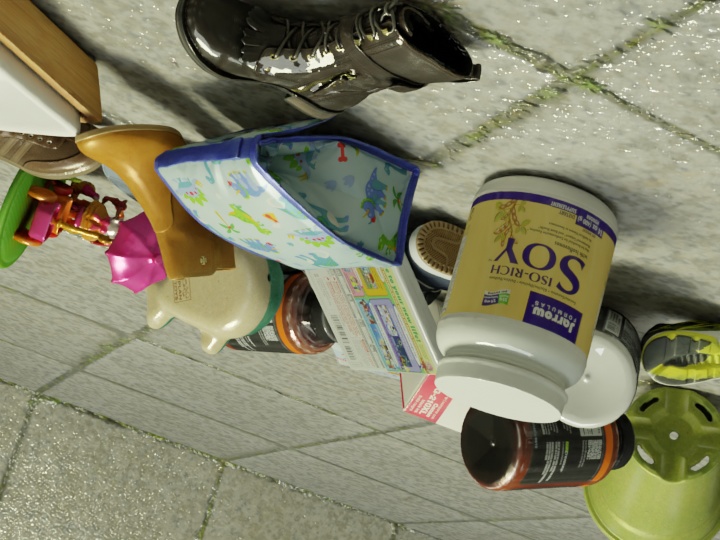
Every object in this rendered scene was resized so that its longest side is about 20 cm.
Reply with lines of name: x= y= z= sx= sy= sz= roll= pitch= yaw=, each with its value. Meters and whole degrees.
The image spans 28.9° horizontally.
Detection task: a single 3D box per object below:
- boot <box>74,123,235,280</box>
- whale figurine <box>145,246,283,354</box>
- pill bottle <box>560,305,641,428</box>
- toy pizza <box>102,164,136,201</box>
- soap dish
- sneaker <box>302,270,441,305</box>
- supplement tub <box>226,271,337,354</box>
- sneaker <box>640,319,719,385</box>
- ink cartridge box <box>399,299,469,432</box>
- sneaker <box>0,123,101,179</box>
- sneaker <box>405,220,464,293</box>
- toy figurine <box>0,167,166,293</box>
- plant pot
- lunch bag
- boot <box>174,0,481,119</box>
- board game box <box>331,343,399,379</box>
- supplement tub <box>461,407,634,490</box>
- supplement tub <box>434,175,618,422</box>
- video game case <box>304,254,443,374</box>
boot: x=-0.193 y=-0.063 z=1.376 sx=0.070 sy=0.145 sz=0.201 roll=-9 pitch=171 yaw=38
whale figurine: x=-0.180 y=0.024 z=1.734 sx=0.199 sy=0.160 sz=0.103 roll=-12 pitch=172 yaw=35
pill bottle: x=0.251 y=0.097 z=1.516 sx=0.105 sy=0.107 sz=0.200 roll=14 pitch=-169 yaw=11
toy pizza: x=-0.194 y=-0.092 z=1.563 sx=0.199 sy=0.032 sz=0.200 roll=20 pitch=163 yaw=6
soap dish: x=-0.347 y=-0.203 z=1.290 sx=0.156 sy=0.082 sz=0.200 roll=8 pitch=160 yaw=28
sneaker: x=0.000 y=0.000 z=1.602 sx=0.199 sy=0.075 sz=0.087 roll=3 pitch=153 yaw=40
supplement tub: x=-0.093 y=0.054 z=1.796 sx=0.199 sy=0.108 sz=0.107 roll=1 pitch=156 yaw=43
sneaker: x=0.396 y=0.083 z=1.505 sx=0.198 sy=0.075 sz=0.085 roll=7 pitch=-162 yaw=-2
ink cartridge box: x=0.152 y=0.134 z=1.722 sx=0.199 sy=0.145 sz=0.085 roll=22 pitch=120 yaw=-16
sneaker: x=-0.366 y=-0.151 z=1.491 sx=0.198 sy=0.071 sz=0.076 roll=11 pitch=157 yaw=16
sneaker: x=0.119 y=0.010 z=1.519 sx=0.199 sy=0.071 sz=0.108 roll=28 pitch=159 yaw=-22
toy figurine: x=-0.295 y=-0.044 z=1.600 sx=0.183 sy=0.151 sz=0.200 roll=22 pitch=-169 yaw=2
plant pot: x=0.398 y=0.248 z=1.827 sx=0.199 sy=0.201 sz=0.185 roll=14 pitch=151 yaw=11
lunch bag: x=-0.073 y=-0.080 z=1.332 sx=0.199 sy=0.128 sz=0.169 roll=18 pitch=166 yaw=-39
boot: x=-0.024 y=-0.183 z=1.088 sx=0.199 sy=0.070 sz=0.173 roll=21 pitch=161 yaw=-37
board game box: x=0.055 y=0.109 z=1.929 sx=0.199 sy=0.041 sz=0.200 roll=14 pitch=163 yaw=11
supplement tub: x=0.218 y=0.193 z=1.586 sx=0.199 sy=0.108 sz=0.107 roll=5 pitch=173 yaw=-36
supplement tub: x=0.154 y=0.028 z=1.318 sx=0.144 sy=0.201 sz=0.146 roll=15 pitch=163 yaw=5
video game case: x=0.006 y=0.022 z=1.533 sx=0.182 sy=0.022 sz=0.201 roll=-2 pitch=116 yaw=56
